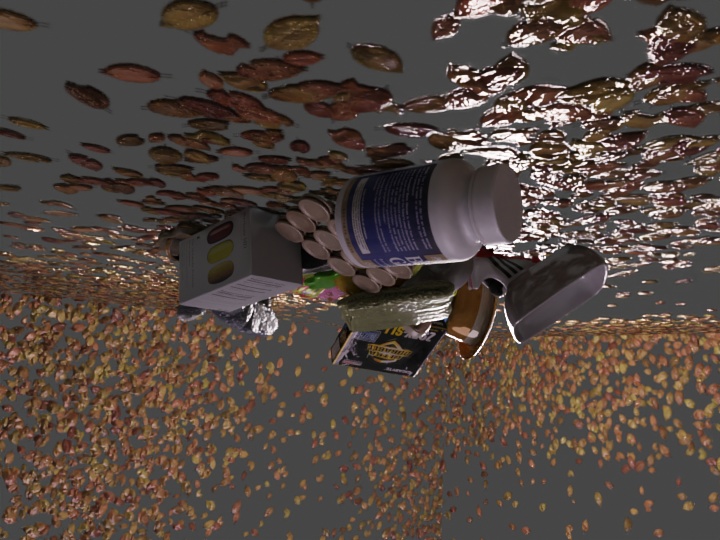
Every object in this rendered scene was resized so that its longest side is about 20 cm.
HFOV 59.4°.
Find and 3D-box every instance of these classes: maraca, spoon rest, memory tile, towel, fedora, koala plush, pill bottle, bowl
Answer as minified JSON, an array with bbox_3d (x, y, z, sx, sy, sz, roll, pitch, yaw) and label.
[{"bbox_3d":[0.000,0.000,1.093,0.195,0.109,0.137,-15,165,4],"label":"maraca"},{"bbox_3d":[0.114,0.006,1.151,0.196,0.101,0.061,-9,143,27],"label":"spoon rest"},{"bbox_3d":[-0.025,-0.036,0.938,0.198,0.017,0.153,34,153,-15],"label":"memory tile"},{"bbox_3d":[0.062,0.061,1.077,0.195,0.037,0.149,-9,159,2],"label":"towel"},{"bbox_3d":[0.225,0.084,1.346,0.080,0.205,0.201,16,169,-7],"label":"fedora"},{"bbox_3d":[-0.277,0.031,1.250,0.196,0.182,0.183,11,-178,25],"label":"koala plush"},{"bbox_3d":[0.076,-0.064,0.712,0.197,0.114,0.110,-4,169,37],"label":"pill bottle"},{"bbox_3d":[0.340,0.036,1.132,0.198,0.075,0.200,-34,154,6],"label":"bowl"}]

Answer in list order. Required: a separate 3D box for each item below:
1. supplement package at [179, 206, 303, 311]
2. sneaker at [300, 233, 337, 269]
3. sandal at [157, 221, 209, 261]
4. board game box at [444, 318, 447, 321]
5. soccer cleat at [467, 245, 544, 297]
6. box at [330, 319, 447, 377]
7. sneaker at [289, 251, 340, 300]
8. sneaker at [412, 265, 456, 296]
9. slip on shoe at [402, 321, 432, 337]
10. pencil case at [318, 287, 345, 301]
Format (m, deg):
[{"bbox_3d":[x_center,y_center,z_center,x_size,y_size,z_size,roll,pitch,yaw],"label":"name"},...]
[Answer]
[{"bbox_3d":[-0.199,-0.013,1.037,0.197,0.117,0.108,-19,159,39],"label":"supplement package"},{"bbox_3d":[-0.097,-0.041,1.088,0.197,0.076,0.087,1,-176,44],"label":"sneaker"},{"bbox_3d":[-0.322,-0.045,1.154,0.079,0.055,0.199,7,169,-30],"label":"sandal"},{"bbox_3d":[0.075,0.112,1.332,0.195,0.041,0.155,5,132,-17],"label":"board game box"},{"bbox_3d":[0.275,0.008,1.171,0.196,0.087,0.068,9,169,-28],"label":"soccer cleat"},{"bbox_3d":[0.057,0.141,1.293,0.196,0.050,0.161,13,128,-23],"label":"box"},{"bbox_3d":[-0.111,0.020,1.184,0.195,0.092,0.078,-10,-152,-17],"label":"sneaker"},{"bbox_3d":[0.136,0.009,1.252,0.197,0.078,0.075,14,168,-38],"label":"sneaker"},{"bbox_3d":[0.071,0.037,1.233,0.075,0.201,0.061,-13,146,-41],"label":"slip on shoe"},{"bbox_3d":[-0.035,0.020,1.376,0.082,0.088,0.199,-27,-173,-28],"label":"pencil case"}]
